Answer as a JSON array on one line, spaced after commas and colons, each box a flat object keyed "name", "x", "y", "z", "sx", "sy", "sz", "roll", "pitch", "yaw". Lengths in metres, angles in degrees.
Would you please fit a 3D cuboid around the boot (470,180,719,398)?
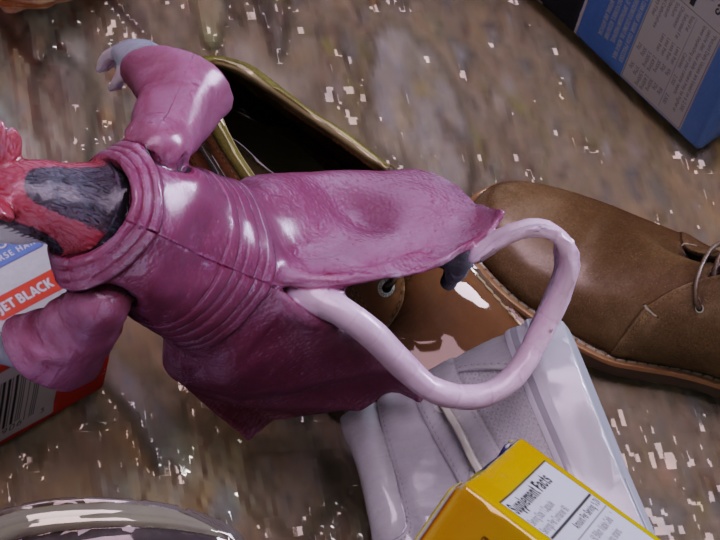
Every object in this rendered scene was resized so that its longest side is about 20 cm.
[{"name": "boot", "x": 0.132, "y": 0.006, "z": 0.988, "sx": 0.199, "sy": 0.076, "sz": 0.074, "roll": 25, "pitch": 54, "yaw": 5}]

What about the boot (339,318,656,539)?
[{"name": "boot", "x": 0.063, "y": 0.123, "z": 0.898, "sx": 0.095, "sy": 0.074, "sz": 0.201, "roll": -23, "pitch": 74, "yaw": 7}]

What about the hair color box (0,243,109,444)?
[{"name": "hair color box", "x": -0.188, "y": -0.021, "z": 0.932, "sx": 0.111, "sy": 0.064, "sz": 0.200, "roll": -30, "pitch": 66, "yaw": -29}]

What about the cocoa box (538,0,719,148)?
[{"name": "cocoa box", "x": 0.178, "y": -0.171, "z": 1.089, "sx": 0.199, "sy": 0.134, "sz": 0.131, "roll": -32, "pitch": 67, "yaw": -31}]

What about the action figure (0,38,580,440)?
[{"name": "action figure", "x": -0.051, "y": 0.004, "z": 0.840, "sx": 0.148, "sy": 0.135, "sz": 0.200, "roll": 23, "pitch": 2, "yaw": 38}]

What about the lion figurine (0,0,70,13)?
[{"name": "lion figurine", "x": -0.127, "y": -0.183, "z": 1.069, "sx": 0.122, "sy": 0.073, "sz": 0.201, "roll": -13, "pitch": 47, "yaw": -17}]

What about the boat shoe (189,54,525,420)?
[{"name": "boat shoe", "x": 0.000, "y": 0.000, "z": 0.961, "sx": 0.200, "sy": 0.068, "sz": 0.072, "roll": 37, "pitch": 53, "yaw": 11}]

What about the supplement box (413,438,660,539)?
[{"name": "supplement box", "x": 0.089, "y": 0.157, "z": 0.795, "sx": 0.199, "sy": 0.110, "sz": 0.109, "roll": 36, "pitch": 10, "yaw": 9}]

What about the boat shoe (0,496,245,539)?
[{"name": "boat shoe", "x": -0.131, "y": 0.124, "z": 0.845, "sx": 0.198, "sy": 0.075, "sz": 0.074, "roll": -7, "pitch": 66, "yaw": -9}]
